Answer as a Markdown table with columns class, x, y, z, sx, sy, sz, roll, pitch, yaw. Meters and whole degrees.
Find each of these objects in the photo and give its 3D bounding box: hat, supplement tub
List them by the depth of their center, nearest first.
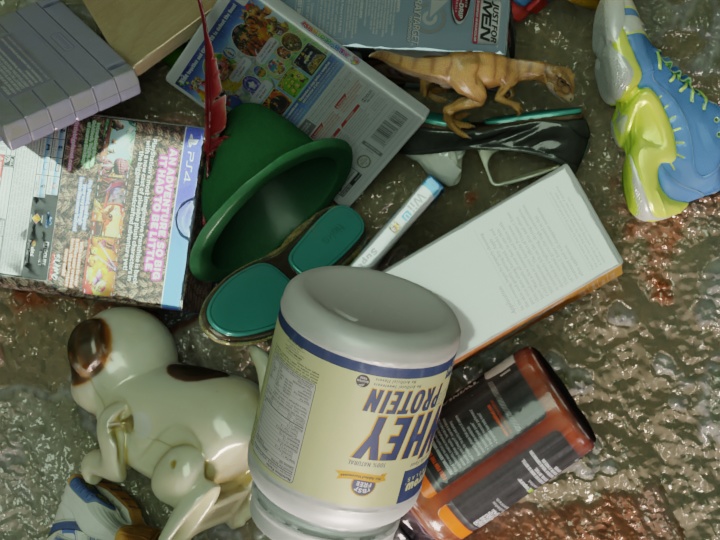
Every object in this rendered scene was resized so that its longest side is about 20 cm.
| class | x | y | z | sx | sy | sz | roll | pitch | yaw |
| --- | --- | --- | --- | --- | --- | --- | --- | --- | --- |
| supplement tub | -0.010 | 0.113 | 1.433 | 0.144 | 0.145 | 0.201 | 17 | 112 | 9 |
| supplement tub | 0.093 | 0.160 | 1.537 | 0.199 | 0.107 | 0.107 | -35 | 82 | 6 |
| hat | -0.117 | -0.120 | 1.554 | 0.200 | 0.165 | 0.176 | -47 | 71 | 24 |

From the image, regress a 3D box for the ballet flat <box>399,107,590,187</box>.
| class | x | y | z | sx | sy | sz | roll | pitch | yaw |
| --- | --- | --- | --- | --- | --- | --- | --- | --- | --- |
| ballet flat | 0.101 | -0.108 | 1.578 | 0.198 | 0.068 | 0.069 | 1 | 98 | 9 |

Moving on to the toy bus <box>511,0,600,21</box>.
| class | x | y | z | sx | sy | sz | roll | pitch | yaw |
| --- | --- | --- | --- | --- | --- | --- | --- | --- | --- |
| toy bus | 0.171 | -0.318 | 1.559 | 0.192 | 0.136 | 0.201 | -38 | 79 | 21 |

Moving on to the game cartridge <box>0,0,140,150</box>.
| class | x | y | z | sx | sy | sz | roll | pitch | yaw |
| --- | --- | --- | --- | --- | --- | --- | --- | --- | --- |
| game cartridge | -0.286 | -0.174 | 1.575 | 0.129 | 0.039 | 0.200 | -30 | 38 | -14 |

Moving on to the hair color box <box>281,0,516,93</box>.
| class | x | y | z | sx | sy | sz | roll | pitch | yaw |
| --- | --- | --- | --- | --- | --- | --- | --- | --- | --- |
| hair color box | 0.033 | -0.202 | 1.572 | 0.198 | 0.099 | 0.061 | 3 | 77 | 9 |

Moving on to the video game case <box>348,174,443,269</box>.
| class | x | y | z | sx | sy | sz | roll | pitch | yaw |
| --- | --- | --- | --- | --- | --- | --- | --- | --- | --- |
| video game case | 0.000 | 0.000 | 1.544 | 0.018 | 0.143 | 0.200 | 41 | 93 | 2 |

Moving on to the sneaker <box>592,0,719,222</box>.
| class | x | y | z | sx | sy | sz | roll | pitch | yaw |
| --- | --- | --- | --- | --- | --- | --- | --- | --- | --- |
| sneaker | 0.263 | -0.147 | 1.549 | 0.104 | 0.076 | 0.202 | -13 | 103 | -4 |

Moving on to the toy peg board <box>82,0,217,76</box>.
| class | x | y | z | sx | sy | sz | roll | pitch | yaw |
| --- | --- | --- | --- | --- | --- | --- | --- | --- | --- |
| toy peg board | -0.157 | -0.291 | 1.626 | 0.199 | 0.098 | 0.200 | -35 | 66 | 5 |

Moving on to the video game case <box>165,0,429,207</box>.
| class | x | y | z | sx | sy | sz | roll | pitch | yaw |
| --- | --- | --- | --- | --- | --- | --- | --- | --- | --- |
| video game case | -0.056 | -0.152 | 1.553 | 0.199 | 0.143 | 0.018 | 35 | 47 | -8 |

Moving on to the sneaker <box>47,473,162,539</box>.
| class | x | y | z | sx | sy | sz | roll | pitch | yaw |
| --- | --- | --- | --- | --- | --- | --- | --- | --- | --- |
| sneaker | -0.208 | 0.258 | 1.564 | 0.200 | 0.075 | 0.089 | 36 | 101 | 51 |

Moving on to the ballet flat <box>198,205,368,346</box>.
| class | x | y | z | sx | sy | sz | roll | pitch | yaw |
| --- | --- | --- | --- | --- | --- | --- | --- | --- | --- |
| ballet flat | -0.068 | 0.016 | 1.550 | 0.071 | 0.071 | 0.200 | 42 | 53 | 9 |

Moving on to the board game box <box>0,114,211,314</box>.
| class | x | y | z | sx | sy | sz | roll | pitch | yaw |
| --- | --- | --- | --- | --- | --- | --- | --- | --- | --- |
| board game box | -0.230 | -0.053 | 1.606 | 0.198 | 0.097 | 0.161 | 8 | 87 | 9 |

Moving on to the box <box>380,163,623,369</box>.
| class | x | y | z | sx | sy | sz | roll | pitch | yaw |
| --- | --- | --- | --- | --- | --- | --- | --- | --- | --- |
| box | 0.115 | 0.006 | 1.535 | 0.199 | 0.124 | 0.098 | -30 | 83 | 6 |

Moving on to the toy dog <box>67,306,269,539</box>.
| class | x | y | z | sx | sy | sz | roll | pitch | yaw |
| --- | --- | --- | --- | --- | --- | --- | --- | --- | --- |
| toy dog | -0.173 | 0.117 | 1.556 | 0.200 | 0.139 | 0.195 | 40 | 124 | 20 |

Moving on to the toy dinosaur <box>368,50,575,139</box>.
| class | x | y | z | sx | sy | sz | roll | pitch | yaw |
| --- | --- | --- | --- | --- | --- | --- | --- | --- | --- |
| toy dinosaur | 0.079 | -0.164 | 1.499 | 0.198 | 0.106 | 0.061 | 1 | 61 | -20 |
